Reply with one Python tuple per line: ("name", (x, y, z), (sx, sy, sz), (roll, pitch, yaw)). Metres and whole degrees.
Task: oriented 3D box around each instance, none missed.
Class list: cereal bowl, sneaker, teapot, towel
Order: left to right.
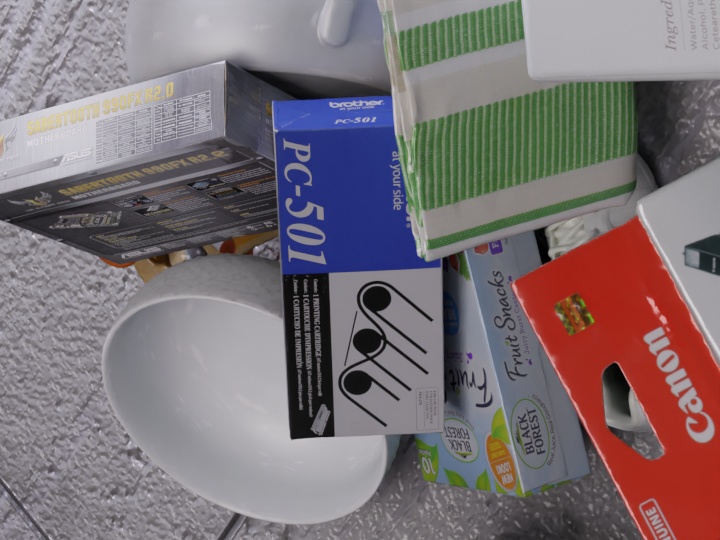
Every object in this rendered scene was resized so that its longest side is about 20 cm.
("cereal bowl", (-0.060, 0.064, 1.528), (0.199, 0.084, 0.201), (15, 136, 14))
("teapot", (-0.047, -0.172, 1.444), (0.199, 0.197, 0.147), (0, 81, 22))
("towel", (0.079, -0.119, 1.307), (0.023, 0.152, 0.201), (19, 122, 64))
("sneaker", (0.142, 0.000, 1.395), (0.070, 0.080, 0.201), (-30, 82, 42))

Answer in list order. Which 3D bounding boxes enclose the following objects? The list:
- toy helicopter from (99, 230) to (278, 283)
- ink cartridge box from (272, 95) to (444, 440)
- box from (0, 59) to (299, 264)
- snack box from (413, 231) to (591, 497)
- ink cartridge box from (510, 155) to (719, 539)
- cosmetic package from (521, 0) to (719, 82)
("toy helicopter", (-0.080, -0.018, 1.569), (0.199, 0.079, 0.133), (-19, 105, 47))
("ink cartridge box", (0.000, 0.000, 1.380), (0.093, 0.044, 0.201), (-2, 118, -2))
("box", (-0.116, -0.060, 1.447), (0.199, 0.158, 0.049), (-12, 69, 31))
("snack box", (0.064, 0.029, 1.449), (0.142, 0.053, 0.201), (0, 105, 68))
("ink cartridge box", (0.201, 0.049, 1.327), (0.173, 0.044, 0.201), (-28, 83, 3))
("cosmetic package", (0.202, -0.190, 1.234), (0.199, 0.167, 0.168), (2, 104, 37))
